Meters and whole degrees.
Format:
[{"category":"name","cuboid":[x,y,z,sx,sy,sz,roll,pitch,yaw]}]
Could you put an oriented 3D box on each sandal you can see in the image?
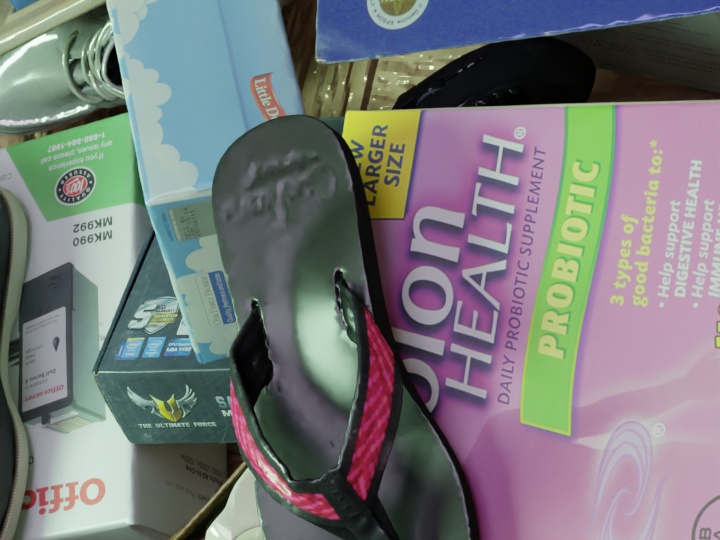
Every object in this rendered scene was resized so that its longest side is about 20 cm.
[{"category":"sandal","cuboid":[-0.015,0.039,0.789,0.075,0.045,0.201,-22,71,17]}]

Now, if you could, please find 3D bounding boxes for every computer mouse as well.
[{"category":"computer mouse","cuboid":[0.005,-0.064,1.012,0.198,0.034,0.059,-17,38,5]}]

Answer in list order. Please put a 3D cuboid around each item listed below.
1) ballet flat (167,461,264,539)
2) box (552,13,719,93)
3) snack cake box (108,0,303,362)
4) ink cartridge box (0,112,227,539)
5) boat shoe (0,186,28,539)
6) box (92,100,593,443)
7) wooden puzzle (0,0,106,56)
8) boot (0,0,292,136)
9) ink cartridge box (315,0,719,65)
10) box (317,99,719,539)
[{"category":"ballet flat","cuboid":[-0.052,0.118,0.899,0.068,0.072,0.200,41,84,21]},{"category":"box","cuboid":[0.102,-0.165,0.969,0.151,0.200,0.107,16,79,31]},{"category":"snack cake box","cuboid":[-0.061,-0.081,0.949,0.067,0.115,0.201,-14,55,0]},{"category":"ink cartridge box","cuboid":[-0.143,0.045,1.096,0.145,0.084,0.202,-13,66,25]},{"category":"boat shoe","cuboid":[-0.191,0.048,1.033,0.072,0.063,0.202,-10,68,27]},{"category":"box","cuboid":[0.000,0.000,1.008,0.198,0.051,0.158,-1,44,23]},{"category":"wooden puzzle","cuboid":[-0.104,-0.192,1.136,0.199,0.046,0.186,-19,30,20]},{"category":"boot","cuboid":[-0.121,-0.112,1.128,0.199,0.074,0.096,-27,18,18]},{"category":"ink cartridge box","cuboid":[0.067,-0.185,0.852,0.198,0.041,0.202,-6,70,26]},{"category":"box","cuboid":[0.086,0.038,0.825,0.199,0.097,0.177,1,72,30]}]
